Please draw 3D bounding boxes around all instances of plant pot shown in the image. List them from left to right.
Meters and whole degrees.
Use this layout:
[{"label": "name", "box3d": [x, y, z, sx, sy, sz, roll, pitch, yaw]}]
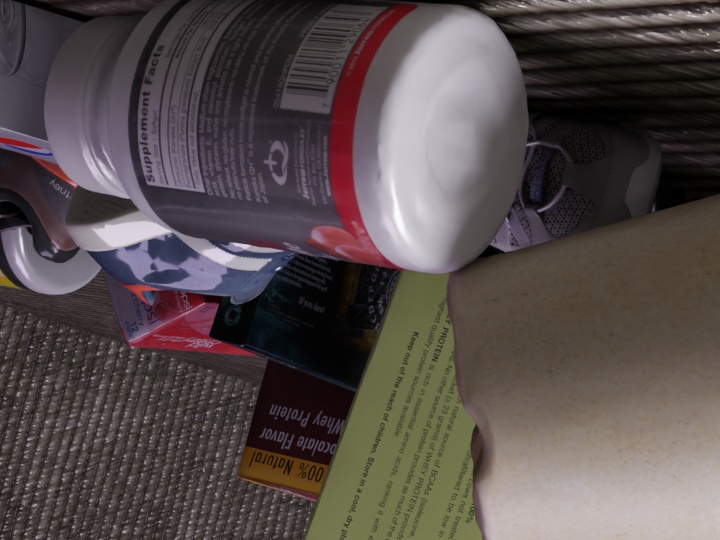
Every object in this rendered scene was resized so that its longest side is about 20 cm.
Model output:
[{"label": "plant pot", "box3d": [0.134, 0.052, 0.835, 0.183, 0.201, 0.200, -8, 170, 4]}]

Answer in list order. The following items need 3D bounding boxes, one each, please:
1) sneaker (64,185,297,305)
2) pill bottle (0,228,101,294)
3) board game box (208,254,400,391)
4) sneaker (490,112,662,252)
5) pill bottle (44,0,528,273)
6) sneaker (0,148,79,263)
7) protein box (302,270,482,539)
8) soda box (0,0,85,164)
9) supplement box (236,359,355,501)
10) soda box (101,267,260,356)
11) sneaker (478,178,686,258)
[{"label": "sneaker", "box3d": [-0.043, -0.028, 0.973, 0.200, 0.075, 0.085, -9, 133, 27]}, {"label": "pill bottle", "box3d": [-0.273, -0.053, 1.369, 0.200, 0.115, 0.114, 10, 171, 32]}, {"label": "board game box", "box3d": [0.000, 0.000, 1.159, 0.028, 0.136, 0.200, 13, 172, 36]}, {"label": "sneaker", "box3d": [0.062, -0.042, 0.955, 0.082, 0.075, 0.200, 18, 173, -34]}, {"label": "pill bottle", "box3d": [-0.038, -0.064, 0.856, 0.200, 0.111, 0.111, 9, 171, 35]}, {"label": "sneaker", "box3d": [-0.211, -0.067, 1.136, 0.077, 0.082, 0.200, 21, -169, -43]}, {"label": "protein box", "box3d": [0.094, 0.124, 1.021, 0.200, 0.199, 0.135, 17, 169, 14]}, {"label": "soda box", "box3d": [-0.133, -0.086, 1.033, 0.200, 0.068, 0.063, 17, 172, -12]}, {"label": "supplement box", "box3d": [0.054, 0.071, 1.318, 0.197, 0.200, 0.133, 9, 171, 33]}, {"label": "soda box", "box3d": [-0.060, 0.010, 1.187, 0.070, 0.064, 0.200, -27, 161, 31]}, {"label": "sneaker", "box3d": [0.085, -0.020, 1.073, 0.075, 0.079, 0.200, 20, 172, -35]}]
